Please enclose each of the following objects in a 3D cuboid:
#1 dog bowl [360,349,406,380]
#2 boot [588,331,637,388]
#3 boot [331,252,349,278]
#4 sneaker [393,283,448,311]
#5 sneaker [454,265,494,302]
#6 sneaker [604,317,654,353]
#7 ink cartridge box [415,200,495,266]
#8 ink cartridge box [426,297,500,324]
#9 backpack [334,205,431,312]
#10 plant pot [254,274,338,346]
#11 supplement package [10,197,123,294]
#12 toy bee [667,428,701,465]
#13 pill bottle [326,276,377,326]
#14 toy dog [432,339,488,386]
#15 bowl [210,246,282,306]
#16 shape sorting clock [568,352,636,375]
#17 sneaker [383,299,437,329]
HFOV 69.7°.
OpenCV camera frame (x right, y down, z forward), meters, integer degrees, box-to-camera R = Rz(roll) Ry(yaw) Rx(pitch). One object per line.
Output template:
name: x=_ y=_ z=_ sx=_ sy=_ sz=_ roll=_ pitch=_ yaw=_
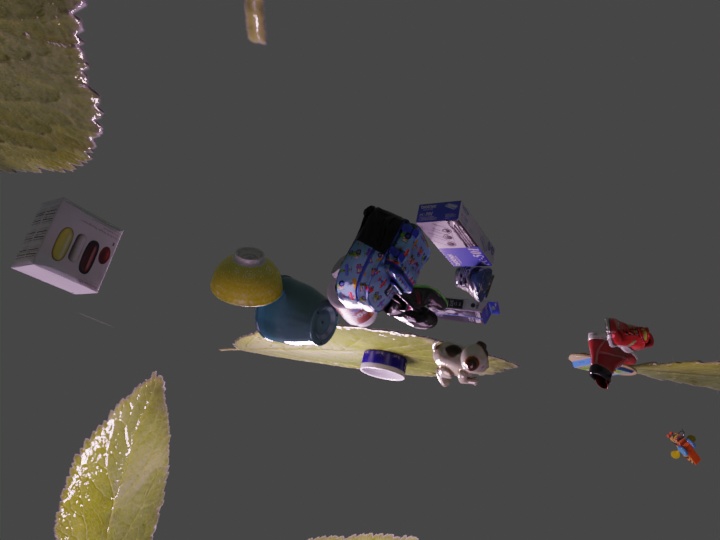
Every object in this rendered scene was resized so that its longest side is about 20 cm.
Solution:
dog bowl: x=0.101 y=0.413 z=2.250 sx=0.196 sy=0.080 sz=0.201 roll=11 pitch=159 yaw=4
boot: x=0.716 y=0.274 z=1.469 sx=0.198 sy=0.147 sz=0.072 roll=23 pitch=155 yaw=-27
boot: x=0.000 y=0.000 z=1.300 sx=0.095 sy=0.074 sz=0.200 roll=34 pitch=162 yaw=-13
sneaker: x=0.142 y=0.078 z=1.405 sx=0.197 sy=0.085 sz=0.077 roll=16 pitch=159 yaw=-8
sneaker: x=0.253 y=0.025 z=1.187 sx=0.084 sy=0.078 sz=0.200 roll=20 pitch=178 yaw=18
sneaker: x=0.688 y=0.159 z=1.320 sx=0.198 sy=0.078 sz=0.084 roll=18 pitch=155 yaw=-40
ink cartridge box: x=0.200 y=-0.071 z=1.065 sx=0.093 sy=0.045 sz=0.200 roll=0 pitch=155 yaw=34
ink cartridge box: x=0.294 y=0.114 z=1.468 sx=0.197 sy=0.040 sz=0.100 roll=3 pitch=155 yaw=23
backpack: x=0.041 y=-0.003 z=1.081 sx=0.133 sy=0.202 sz=0.183 roll=24 pitch=164 yaw=26
plant pot: x=-0.174 y=0.131 z=1.512 sx=0.186 sy=0.203 sz=0.200 roll=13 pitch=162 yaw=33
supplement package: x=-0.824 y=-0.063 z=1.464 sx=0.145 sy=0.203 sz=0.191 roll=-4 pitch=154 yaw=36
toy bee: x=1.460 y=0.779 z=2.348 sx=0.129 sy=0.203 sz=0.109 roll=-19 pitch=-168 yaw=-10
pill bottle: x=-0.015 y=0.090 z=1.489 sx=0.110 sy=0.114 sz=0.200 roll=5 pitch=157 yaw=20
toy dog: x=0.360 y=0.303 z=1.798 sx=0.199 sy=0.139 sz=0.196 roll=-14 pitch=109 yaw=52
bowl: x=-0.307 y=0.001 z=1.416 sx=0.197 sy=0.201 sz=0.109 roll=12 pitch=117 yaw=2
shape sorting clock: x=0.763 y=0.295 z=1.633 sx=0.196 sy=0.040 sz=0.200 roll=13 pitch=165 yaw=3
sneaker: x=0.120 y=0.112 z=1.453 sx=0.198 sy=0.067 sz=0.090 roll=23 pitch=-178 yaw=24
